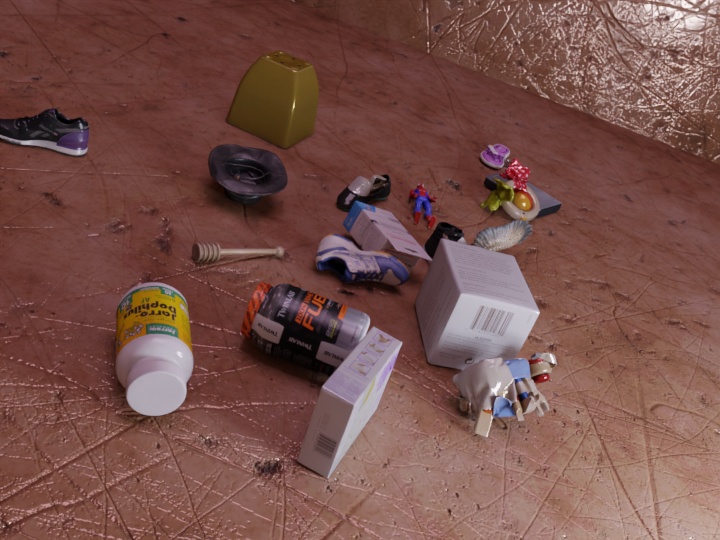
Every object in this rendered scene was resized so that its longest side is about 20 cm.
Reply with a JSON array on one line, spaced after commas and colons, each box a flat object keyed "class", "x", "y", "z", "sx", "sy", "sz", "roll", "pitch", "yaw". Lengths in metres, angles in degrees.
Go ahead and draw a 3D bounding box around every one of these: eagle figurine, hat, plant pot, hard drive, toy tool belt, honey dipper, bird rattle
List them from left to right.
[{"class": "honey dipper", "x": -0.238, "y": -0.038, "z": 1.559, "sx": 0.199, "sy": 0.038, "sz": 0.038, "roll": -3, "pitch": 36, "yaw": -39}, {"class": "hat", "x": -0.259, "y": -0.202, "z": 1.777, "sx": 0.199, "sy": 0.081, "sz": 0.201, "roll": 11, "pitch": 38, "yaw": -9}, {"class": "plant pot", "x": -0.222, "y": -0.482, "z": 2.144, "sx": 0.194, "sy": 0.201, "sz": 0.194, "roll": 26, "pitch": 30, "yaw": 10}, {"class": "eagle figurine", "x": 0.269, "y": -0.028, "z": 1.661, "sx": 0.198, "sy": 0.152, "sz": 0.152, "roll": 5, "pitch": 48, "yaw": 7}, {"class": "toy tool belt", "x": 0.265, "y": 0.222, "z": 1.373, "sx": 0.198, "sy": 0.125, "sz": 0.124, "roll": -2, "pitch": 67, "yaw": -28}, {"class": "bird rattle", "x": 0.431, "y": -0.208, "z": 2.197, "sx": 0.163, "sy": 0.113, "sz": 0.200, "roll": 49, "pitch": 41, "yaw": 5}, {"class": "hard drive", "x": 0.478, "y": -0.227, "z": 2.316, "sx": 0.200, "sy": 0.033, "sz": 0.139, "roll": 37, "pitch": 34, "yaw": 28}]

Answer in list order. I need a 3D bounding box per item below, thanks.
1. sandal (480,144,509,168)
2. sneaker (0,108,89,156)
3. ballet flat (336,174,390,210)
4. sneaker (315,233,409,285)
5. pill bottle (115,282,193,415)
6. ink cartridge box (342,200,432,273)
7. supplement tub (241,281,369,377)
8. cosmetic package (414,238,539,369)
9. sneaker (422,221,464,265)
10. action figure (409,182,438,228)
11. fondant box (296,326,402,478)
[{"class": "sandal", "x": 0.438, "y": -0.384, "z": 2.536, "sx": 0.082, "sy": 0.050, "sz": 0.203, "roll": 25, "pitch": 30, "yaw": 9}, {"class": "sneaker", "x": -0.688, "y": -0.317, "z": 1.692, "sx": 0.198, "sy": 0.088, "sz": 0.076, "roll": 9, "pitch": 31, "yaw": -18}, {"class": "ballet flat", "x": 0.011, "y": -0.205, "z": 1.955, "sx": 0.068, "sy": 0.069, "sz": 0.200, "roll": 33, "pitch": 32, "yaw": 21}, {"class": "sneaker", "x": 0.000, "y": 0.000, "z": 1.621, "sx": 0.198, "sy": 0.076, "sz": 0.088, "roll": 19, "pitch": 46, "yaw": 3}, {"class": "pill bottle", "x": -0.309, "y": 0.117, "z": 1.172, "sx": 0.112, "sy": 0.113, "sz": 0.201, "roll": 8, "pitch": 32, "yaw": -21}, {"class": "ink cartridge box", "x": 0.058, "y": -0.063, "z": 1.723, "sx": 0.115, "sy": 0.068, "sz": 0.200, "roll": 15, "pitch": 26, "yaw": -38}, {"class": "supplement tub", "x": -0.093, "y": 0.099, "z": 1.326, "sx": 0.198, "sy": 0.123, "sz": 0.123, "roll": 20, "pitch": 29, "yaw": 1}, {"class": "cosmetic package", "x": 0.218, "y": 0.071, "z": 1.518, "sx": 0.166, "sy": 0.167, "sz": 0.201, "roll": 13, "pitch": 31, "yaw": -13}, {"class": "sneaker", "x": 0.206, "y": -0.035, "z": 1.758, "sx": 0.070, "sy": 0.100, "sz": 0.200, "roll": 4, "pitch": 34, "yaw": -29}, {"class": "action figure", "x": 0.161, "y": -0.178, "z": 2.028, "sx": 0.065, "sy": 0.052, "sz": 0.200, "roll": 11, "pitch": 28, "yaw": -8}, {"class": "fondant box", "x": -0.014, "y": 0.195, "z": 1.189, "sx": 0.058, "sy": 0.145, "sz": 0.200, "roll": 25, "pitch": 30, "yaw": 11}]
